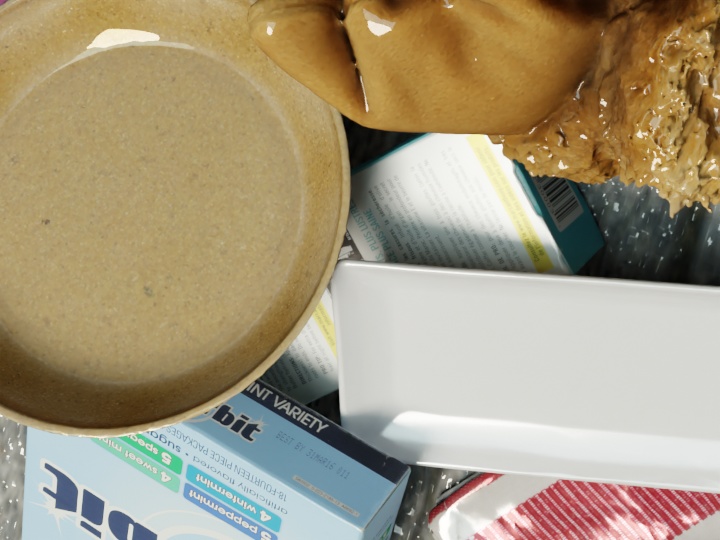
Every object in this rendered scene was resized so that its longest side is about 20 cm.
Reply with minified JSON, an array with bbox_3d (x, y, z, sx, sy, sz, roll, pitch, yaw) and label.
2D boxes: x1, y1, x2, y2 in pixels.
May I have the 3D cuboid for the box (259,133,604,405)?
[{"bbox_3d":[0.000,0.000,0.865,0.200,0.049,0.082,-26,95,30],"label":"box"}]

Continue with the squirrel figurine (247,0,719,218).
[{"bbox_3d":[0.089,-0.115,0.717,0.200,0.142,0.186,43,140,-20],"label":"squirrel figurine"}]

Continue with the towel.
[{"bbox_3d":[0.135,0.153,0.866,0.144,0.023,0.200,-37,88,29],"label":"towel"}]

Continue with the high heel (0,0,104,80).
[{"bbox_3d":[-0.100,-0.149,0.849,0.096,0.067,0.200,47,125,16],"label":"high heel"}]

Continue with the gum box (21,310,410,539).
[{"bbox_3d":[-0.075,0.119,0.904,0.170,0.045,0.200,30,140,14],"label":"gum box"}]

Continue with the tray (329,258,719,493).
[{"bbox_3d":[0.089,0.040,0.811,0.199,0.022,0.108,4,128,11],"label":"tray"}]

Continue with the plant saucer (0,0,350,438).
[{"bbox_3d":[-0.098,-0.028,0.824,0.199,0.035,0.201,-3,76,11],"label":"plant saucer"}]
